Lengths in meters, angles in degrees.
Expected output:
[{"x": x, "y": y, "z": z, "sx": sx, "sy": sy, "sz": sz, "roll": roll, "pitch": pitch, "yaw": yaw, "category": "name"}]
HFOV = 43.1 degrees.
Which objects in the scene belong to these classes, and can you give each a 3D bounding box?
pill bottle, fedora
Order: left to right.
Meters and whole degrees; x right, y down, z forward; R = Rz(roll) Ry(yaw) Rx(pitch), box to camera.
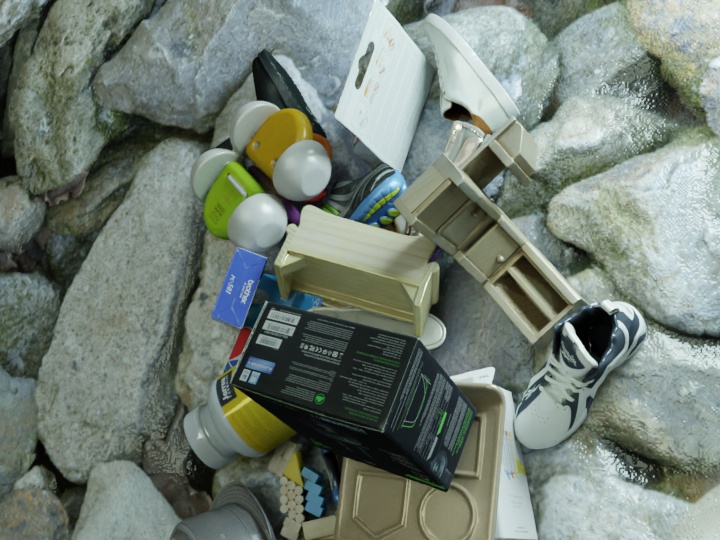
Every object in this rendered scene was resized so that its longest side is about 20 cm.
[{"x": -0.181, "y": 0.371, "z": 1.143, "sx": 0.177, "sy": 0.090, "sz": 0.201, "roll": -52, "pitch": 52, "yaw": 32, "category": "fedora"}, {"x": -0.116, "y": 0.158, "z": 1.121, "sx": 0.199, "sy": 0.112, "sz": 0.112, "roll": -35, "pitch": 61, "yaw": 11, "category": "pill bottle"}]

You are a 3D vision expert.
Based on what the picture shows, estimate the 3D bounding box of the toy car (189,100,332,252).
[{"x": -0.119, "y": -0.115, "z": 1.233, "sx": 0.200, "sy": 0.150, "sz": 0.175, "roll": -49, "pitch": 53, "yaw": 5, "category": "toy car"}]

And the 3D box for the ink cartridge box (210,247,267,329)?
[{"x": -0.163, "y": 0.027, "z": 1.215, "sx": 0.044, "sy": 0.200, "sz": 0.095, "roll": 21, "pitch": 84, "yaw": -7, "category": "ink cartridge box"}]

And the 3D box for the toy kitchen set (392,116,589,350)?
[{"x": 0.180, "y": -0.047, "z": 1.036, "sx": 0.163, "sy": 0.200, "sz": 0.181, "roll": -44, "pitch": 59, "yaw": 11, "category": "toy kitchen set"}]

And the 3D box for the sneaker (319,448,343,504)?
[{"x": -0.012, "y": 0.203, "z": 1.135, "sx": 0.077, "sy": 0.085, "sz": 0.202, "roll": -19, "pitch": 66, "yaw": 23, "category": "sneaker"}]

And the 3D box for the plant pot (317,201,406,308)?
[{"x": -0.012, "y": -0.021, "z": 1.238, "sx": 0.199, "sy": 0.027, "sz": 0.202, "roll": -9, "pitch": 70, "yaw": 27, "category": "plant pot"}]

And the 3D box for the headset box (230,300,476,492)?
[{"x": 0.001, "y": 0.128, "z": 0.899, "sx": 0.173, "sy": 0.200, "sz": 0.093, "roll": 12, "pitch": 68, "yaw": 30, "category": "headset box"}]

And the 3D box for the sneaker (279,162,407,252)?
[{"x": -0.023, "y": -0.069, "z": 1.212, "sx": 0.199, "sy": 0.071, "sz": 0.083, "roll": -37, "pitch": 41, "yaw": 16, "category": "sneaker"}]

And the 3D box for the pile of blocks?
[{"x": -0.060, "y": 0.307, "z": 1.149, "sx": 0.081, "sy": 0.062, "sz": 0.202, "roll": -13, "pitch": 77, "yaw": 14, "category": "pile of blocks"}]

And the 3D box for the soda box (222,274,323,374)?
[{"x": -0.127, "y": 0.111, "z": 1.221, "sx": 0.064, "sy": 0.068, "sz": 0.201, "roll": 26, "pitch": 97, "yaw": 32, "category": "soda box"}]

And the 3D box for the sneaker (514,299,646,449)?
[{"x": 0.228, "y": 0.109, "z": 1.005, "sx": 0.199, "sy": 0.129, "sz": 0.080, "roll": -45, "pitch": 58, "yaw": 10, "category": "sneaker"}]

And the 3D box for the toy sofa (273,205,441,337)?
[{"x": 0.000, "y": 0.000, "z": 1.132, "sx": 0.198, "sy": 0.083, "sz": 0.098, "roll": 15, "pitch": 60, "yaw": 13, "category": "toy sofa"}]

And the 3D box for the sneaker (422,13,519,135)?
[{"x": 0.122, "y": -0.256, "z": 1.207, "sx": 0.084, "sy": 0.073, "sz": 0.201, "roll": -37, "pitch": 62, "yaw": 11, "category": "sneaker"}]

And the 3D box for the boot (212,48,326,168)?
[{"x": -0.153, "y": -0.210, "z": 1.348, "sx": 0.162, "sy": 0.073, "sz": 0.199, "roll": -37, "pitch": 65, "yaw": 14, "category": "boot"}]

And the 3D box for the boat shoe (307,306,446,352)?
[{"x": 0.017, "y": 0.081, "z": 1.176, "sx": 0.198, "sy": 0.057, "sz": 0.067, "roll": 3, "pitch": 63, "yaw": 18, "category": "boat shoe"}]

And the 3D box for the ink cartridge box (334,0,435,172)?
[{"x": 0.020, "y": -0.232, "z": 1.181, "sx": 0.050, "sy": 0.200, "sz": 0.163, "roll": 15, "pitch": 82, "yaw": 31, "category": "ink cartridge box"}]

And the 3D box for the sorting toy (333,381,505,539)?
[{"x": 0.064, "y": 0.219, "z": 0.974, "sx": 0.184, "sy": 0.036, "sz": 0.202, "roll": -1, "pitch": 79, "yaw": 29, "category": "sorting toy"}]

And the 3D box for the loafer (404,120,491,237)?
[{"x": 0.098, "y": -0.095, "z": 1.163, "sx": 0.063, "sy": 0.072, "sz": 0.201, "roll": 32, "pitch": 93, "yaw": 6, "category": "loafer"}]

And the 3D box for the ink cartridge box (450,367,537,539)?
[{"x": 0.107, "y": 0.215, "z": 1.042, "sx": 0.128, "sy": 0.125, "sz": 0.202, "roll": -18, "pitch": 68, "yaw": 23, "category": "ink cartridge box"}]
